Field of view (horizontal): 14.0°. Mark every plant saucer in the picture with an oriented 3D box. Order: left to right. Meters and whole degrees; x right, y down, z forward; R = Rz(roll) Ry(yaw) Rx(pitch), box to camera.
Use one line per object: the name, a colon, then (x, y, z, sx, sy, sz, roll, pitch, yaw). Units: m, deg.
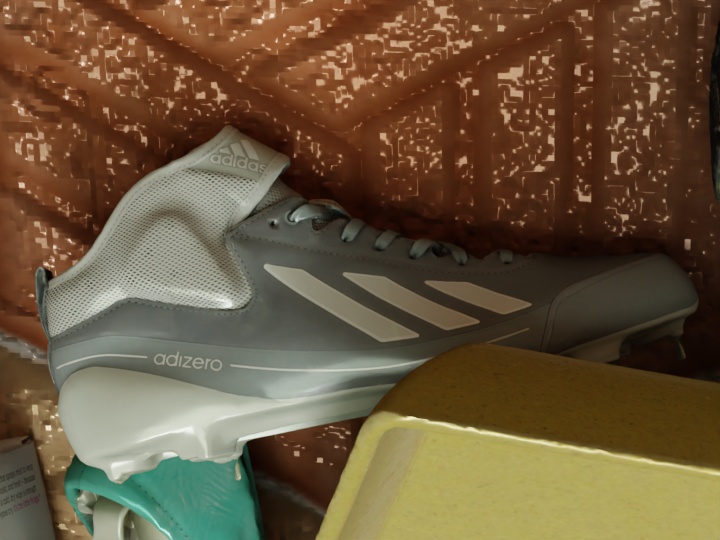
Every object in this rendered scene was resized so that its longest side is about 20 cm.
plant saucer: (0.082, 0.086, 0.884, 0.199, 0.049, 0.200, 11, 148, -7)

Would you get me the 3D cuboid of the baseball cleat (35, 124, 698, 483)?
baseball cleat: (0.000, 0.000, 0.896, 0.199, 0.070, 0.107, -13, 86, -5)

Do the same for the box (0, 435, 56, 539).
box: (-0.150, 0.153, 0.894, 0.096, 0.200, 0.177, -13, 92, 13)

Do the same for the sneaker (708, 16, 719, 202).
sneaker: (0.164, -0.090, 0.825, 0.081, 0.074, 0.200, 27, 120, -10)

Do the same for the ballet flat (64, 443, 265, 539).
ballet flat: (-0.052, 0.132, 0.968, 0.067, 0.070, 0.201, 10, 126, 49)
